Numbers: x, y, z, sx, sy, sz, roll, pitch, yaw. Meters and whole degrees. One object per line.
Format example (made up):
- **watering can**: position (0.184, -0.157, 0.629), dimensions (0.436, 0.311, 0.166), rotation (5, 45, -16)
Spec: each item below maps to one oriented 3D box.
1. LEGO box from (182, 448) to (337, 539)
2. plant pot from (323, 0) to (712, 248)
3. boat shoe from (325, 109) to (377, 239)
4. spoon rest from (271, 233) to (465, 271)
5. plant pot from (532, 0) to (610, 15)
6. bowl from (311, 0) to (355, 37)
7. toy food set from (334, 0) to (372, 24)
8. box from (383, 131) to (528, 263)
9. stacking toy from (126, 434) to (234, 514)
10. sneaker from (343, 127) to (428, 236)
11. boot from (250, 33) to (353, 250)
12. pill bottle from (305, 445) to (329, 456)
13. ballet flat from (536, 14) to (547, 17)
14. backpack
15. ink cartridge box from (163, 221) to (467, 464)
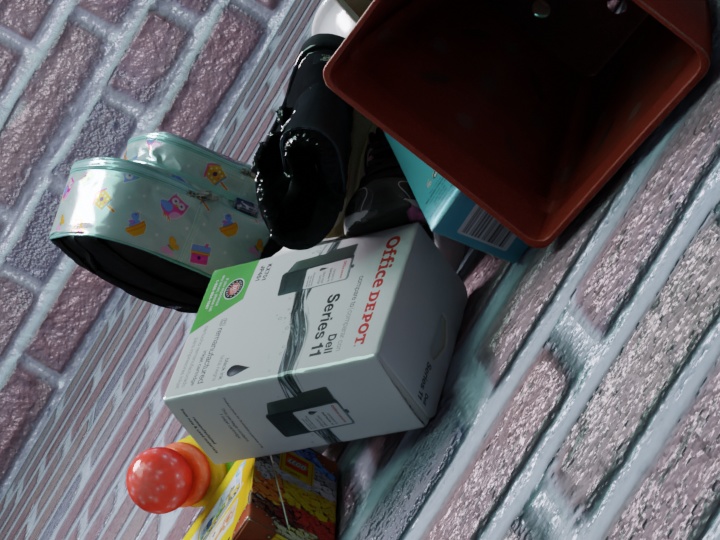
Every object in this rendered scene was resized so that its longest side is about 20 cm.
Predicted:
- **LEGO box**: position (-0.102, 0.247, 1.438), dimensions (0.200, 0.077, 0.149), rotation (-56, 12, 20)
- **plant pot**: position (0.128, -0.177, 1.263), dimensions (0.200, 0.200, 0.176), rotation (-50, 3, 39)
- **boat shoe**: position (-0.028, -0.090, 1.542), dimensions (0.073, 0.063, 0.201), rotation (63, 142, 38)
- **spoon rest**: position (0.000, 0.000, 1.499), dimensions (0.199, 0.061, 0.099), rotation (-8, 4, 39)
- **plant pot**: position (0.161, -0.258, 1.396), dimensions (0.201, 0.200, 0.093), rotation (146, 115, -64)
- **bowl**: position (0.062, -0.199, 1.636), dimensions (0.201, 0.200, 0.091), rotation (-46, 51, 49)
- **toy food set**: position (0.086, -0.248, 1.525), dimensions (0.200, 0.144, 0.060), rotation (-41, -9, -13)
- **box**: position (0.069, -0.093, 1.374), dimensions (0.049, 0.082, 0.200), rotation (-55, 33, 24)
- **stacking toy**: position (-0.133, 0.166, 1.531), dimensions (0.086, 0.085, 0.200), rotation (-57, -19, 12)
- **sneaker**: position (0.024, -0.076, 1.436), dimensions (0.200, 0.080, 0.087), rotation (-37, -63, -83)
- **boot**: position (-0.049, -0.067, 1.421), dimensions (0.168, 0.076, 0.201), rotation (-78, 3, -52)
- **pill bottle**: position (-0.056, 0.079, 1.557), dimensions (0.111, 0.111, 0.200), rotation (-54, 14, 25)
- **ballet flat**: position (0.111, -0.141, 1.486), dimensions (0.201, 0.070, 0.067), rotation (-58, 14, 11)
- **backpack**: position (-0.183, -0.046, 1.690), dimensions (0.176, 0.199, 0.154), rotation (0, 77, 62)
- **ink cartridge box**: position (-0.033, 0.056, 1.381), dimensions (0.199, 0.083, 0.147), rotation (-13, 39, 30)
